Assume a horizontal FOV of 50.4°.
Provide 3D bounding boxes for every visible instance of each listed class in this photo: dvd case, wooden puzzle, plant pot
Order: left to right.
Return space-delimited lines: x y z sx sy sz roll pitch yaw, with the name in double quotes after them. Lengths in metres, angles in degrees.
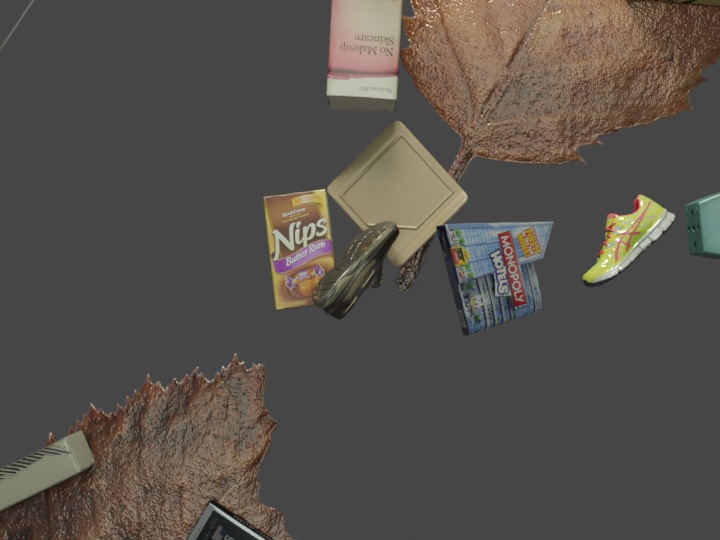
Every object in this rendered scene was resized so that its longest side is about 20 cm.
-0.228 0.536 1.391 0.198 0.025 0.152 32 90 0 "dvd case"
0.066 -0.138 1.387 0.185 0.037 0.200 -43 85 1 "wooden puzzle"
0.678 -0.082 1.325 0.196 0.141 0.144 -6 89 8 "plant pot"

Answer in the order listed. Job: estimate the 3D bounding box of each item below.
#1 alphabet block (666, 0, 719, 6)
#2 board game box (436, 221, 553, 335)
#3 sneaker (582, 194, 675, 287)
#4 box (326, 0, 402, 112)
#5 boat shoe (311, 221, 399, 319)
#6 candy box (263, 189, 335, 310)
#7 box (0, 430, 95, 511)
0.578 -0.584 1.301 0.196 0.195 0.201 6 92 2 "alphabet block"
0.255 -0.008 1.353 0.196 0.062 0.204 -16 94 -10 "board game box"
0.460 -0.053 1.364 0.200 0.078 0.090 -43 81 -5 "sneaker"
0.008 -0.391 1.349 0.125 0.109 0.205 3 89 1 "box"
0.000 0.000 1.338 0.200 0.074 0.073 -47 118 -9 "boat shoe"
-0.106 -0.037 1.376 0.114 0.056 0.204 -7 88 1 "candy box"
-0.586 0.365 1.370 0.197 0.082 0.069 -26 88 -1 "box"
